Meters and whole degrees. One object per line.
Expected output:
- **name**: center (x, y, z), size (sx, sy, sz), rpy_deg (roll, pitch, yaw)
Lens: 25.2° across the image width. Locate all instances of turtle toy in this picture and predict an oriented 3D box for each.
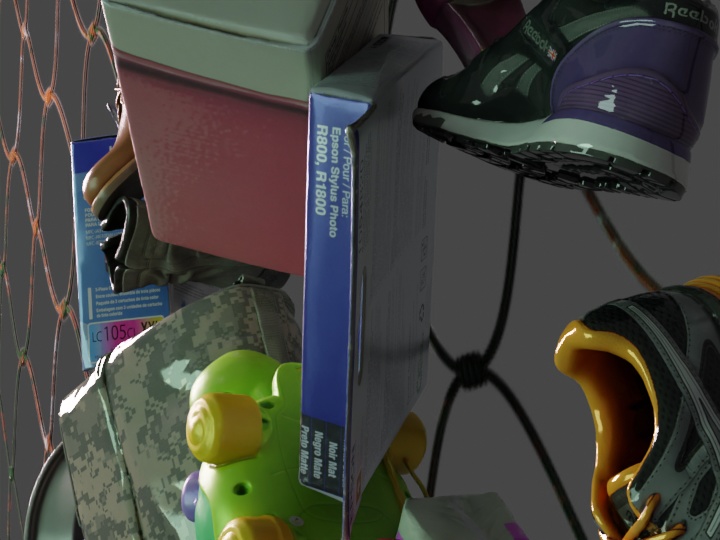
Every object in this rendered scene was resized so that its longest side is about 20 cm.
- **turtle toy**: center (-0.038, 0.121, 0.877), size (0.101, 0.145, 0.201), rpy_deg (-53, 42, 36)

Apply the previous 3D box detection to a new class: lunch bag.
- **lunch bag**: center (-0.086, 0.126, 1.025), size (0.168, 0.139, 0.201), rpy_deg (-43, 52, 38)

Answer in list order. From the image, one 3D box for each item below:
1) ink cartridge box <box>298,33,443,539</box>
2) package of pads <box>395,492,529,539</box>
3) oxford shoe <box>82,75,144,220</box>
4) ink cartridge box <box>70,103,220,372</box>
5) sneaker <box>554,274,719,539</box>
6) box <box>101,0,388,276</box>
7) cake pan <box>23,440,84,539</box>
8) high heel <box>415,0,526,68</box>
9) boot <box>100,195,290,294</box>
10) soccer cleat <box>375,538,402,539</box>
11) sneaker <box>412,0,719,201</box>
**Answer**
- **ink cartridge box**: center (0.000, 0.000, 0.783), size (0.200, 0.040, 0.201), rpy_deg (-54, -32, -68)
- **package of pads**: center (0.065, 0.223, 0.748), size (0.200, 0.068, 0.155), rpy_deg (-127, 43, -56)
- **oxford shoe**: center (-0.145, -0.109, 1.107), size (0.071, 0.071, 0.200), rpy_deg (-51, 6, 45)
- **ink cartridge box**: center (-0.157, -0.023, 1.203), size (0.136, 0.076, 0.202), rpy_deg (34, -127, -77)
- **sneaker**: center (0.125, 0.098, 0.589), size (0.078, 0.077, 0.201), rpy_deg (126, 137, -53)
- **box**: center (-0.052, -0.108, 0.843), size (0.200, 0.108, 0.128), rpy_deg (88, -162, -57)
- **cake pan**: center (-0.154, 0.203, 1.153), size (0.037, 0.200, 0.202), rpy_deg (-14, 76, 34)
- **high heel**: center (0.068, -0.174, 0.734), size (0.200, 0.067, 0.096), rpy_deg (103, 147, -61)
- **boot**: center (-0.094, -0.037, 1.044), size (0.200, 0.130, 0.068), rpy_deg (123, 137, -53)
- **soccer cleat**: center (0.004, 0.216, 0.708), size (0.067, 0.076, 0.202), rpy_deg (-158, 71, -65)
- **sneaker**: center (0.092, -0.084, 0.698), size (0.200, 0.075, 0.088), rpy_deg (18, 89, 66)
